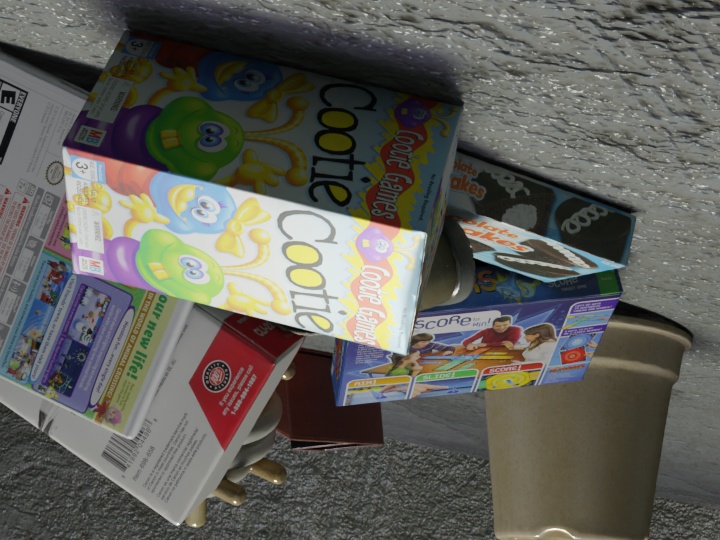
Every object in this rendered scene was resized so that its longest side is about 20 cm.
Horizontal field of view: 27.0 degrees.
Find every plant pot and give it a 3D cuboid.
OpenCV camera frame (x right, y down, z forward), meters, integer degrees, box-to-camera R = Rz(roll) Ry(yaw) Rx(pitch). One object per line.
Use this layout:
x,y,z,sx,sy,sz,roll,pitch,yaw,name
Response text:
0.187,0.147,1.310,0.198,0.186,0.201,4,168,1,plant pot

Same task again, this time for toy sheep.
-0.121,0.110,1.160,0.136,0.202,0.138,8,-164,-2,toy sheep

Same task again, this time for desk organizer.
-0.049,0.115,1.309,0.071,0.078,0.200,-9,169,23,desk organizer

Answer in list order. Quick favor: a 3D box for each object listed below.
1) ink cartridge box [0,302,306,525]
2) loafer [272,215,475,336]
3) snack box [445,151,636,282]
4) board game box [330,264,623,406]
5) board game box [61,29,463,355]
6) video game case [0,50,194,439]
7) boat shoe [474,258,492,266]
-0.162,0.056,1.052,0.199,0.145,0.084,34,-164,5,ink cartridge box
-0.012,0.003,0.968,0.069,0.076,0.199,-14,179,-37,loafer
0.064,-0.042,0.973,0.198,0.038,0.116,18,169,-17,snack box
0.081,0.046,1.106,0.198,0.035,0.136,-5,149,-10,board game box
-0.053,-0.045,0.841,0.198,0.106,0.104,13,138,5,board game box
-0.192,-0.014,0.980,0.181,0.202,0.022,25,-165,1,video game case
0.050,-0.016,1.097,0.076,0.072,0.199,-25,147,32,boat shoe
